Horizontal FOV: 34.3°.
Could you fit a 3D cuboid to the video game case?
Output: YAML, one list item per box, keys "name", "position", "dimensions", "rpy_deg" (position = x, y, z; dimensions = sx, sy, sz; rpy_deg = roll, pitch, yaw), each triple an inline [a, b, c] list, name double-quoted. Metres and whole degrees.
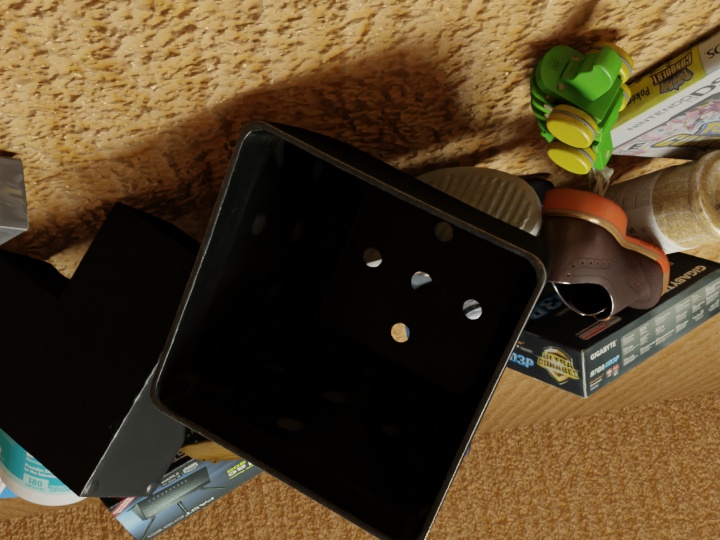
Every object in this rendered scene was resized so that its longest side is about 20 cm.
- name: "video game case"
  position: [0.274, -0.121, 0.805]
  dimensions: [0.199, 0.026, 0.181]
  rpy_deg: [0, 162, -35]

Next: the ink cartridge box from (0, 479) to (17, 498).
- name: "ink cartridge box"
  position: [-0.389, 0.150, 1.139]
  dimensions: [0.200, 0.086, 0.147]
  rpy_deg: [5, 128, -50]

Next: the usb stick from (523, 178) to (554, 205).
- name: "usb stick"
  position: [0.119, -0.033, 1.017]
  dimensions: [0.055, 0.033, 0.200]
  rpy_deg: [-15, 167, -12]

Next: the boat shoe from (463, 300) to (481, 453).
- name: "boat shoe"
  position: [0.077, 0.091, 0.936]
  dimensions: [0.074, 0.093, 0.200]
  rpy_deg: [-1, 145, -20]

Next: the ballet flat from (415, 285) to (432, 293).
- name: "ballet flat"
  position: [0.000, 0.000, 1.000]
  dimensions: [0.199, 0.067, 0.057]
  rpy_deg: [0, 164, -9]

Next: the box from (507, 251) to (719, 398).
- name: "box"
  position: [0.195, 0.030, 1.015]
  dimensions: [0.200, 0.046, 0.159]
  rpy_deg: [-25, -151, -34]

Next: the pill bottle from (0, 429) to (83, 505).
- name: "pill bottle"
  position: [-0.263, 0.109, 1.033]
  dimensions: [0.110, 0.111, 0.201]
  rpy_deg: [-4, 135, -25]

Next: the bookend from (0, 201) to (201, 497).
- name: "bookend"
  position: [-0.197, 0.029, 0.858]
  dimensions: [0.200, 0.199, 0.092]
  rpy_deg: [32, -177, 25]

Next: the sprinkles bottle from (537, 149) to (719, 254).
- name: "sprinkles bottle"
  position: [0.224, -0.042, 0.929]
  dimensions: [0.068, 0.069, 0.200]
  rpy_deg: [-3, 173, -28]

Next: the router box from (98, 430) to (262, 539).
- name: "router box"
  position: [-0.141, 0.158, 1.051]
  dimensions: [0.199, 0.062, 0.150]
  rpy_deg: [-29, 159, -11]

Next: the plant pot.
- name: "plant pot"
  position: [0.012, 0.025, 0.766]
  dimensions: [0.199, 0.200, 0.177]
  rpy_deg: [27, -162, 14]

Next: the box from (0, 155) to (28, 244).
- name: "box"
  position: [-0.322, -0.023, 0.705]
  dimensions: [0.200, 0.049, 0.158]
  rpy_deg: [-23, 162, 40]

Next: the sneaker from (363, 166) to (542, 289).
- name: "sneaker"
  position: [0.049, -0.028, 0.899]
  dimensions: [0.199, 0.079, 0.079]
  rpy_deg: [-8, 164, 23]

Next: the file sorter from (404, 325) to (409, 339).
- name: "file sorter"
  position: [-0.001, 0.060, 1.107]
  dimensions: [0.138, 0.123, 0.200]
  rpy_deg: [-9, 165, -7]

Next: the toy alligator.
- name: "toy alligator"
  position: [0.135, -0.096, 0.742]
  dimensions: [0.054, 0.059, 0.200]
  rpy_deg: [28, 170, 17]

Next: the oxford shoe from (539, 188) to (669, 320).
- name: "oxford shoe"
  position: [0.177, 0.004, 0.866]
  dimensions: [0.071, 0.073, 0.200]
  rpy_deg: [8, 167, 34]

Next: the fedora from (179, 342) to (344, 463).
- name: "fedora"
  position: [-0.049, 0.102, 0.908]
  dimensions: [0.200, 0.082, 0.201]
  rpy_deg: [-6, 170, -1]
